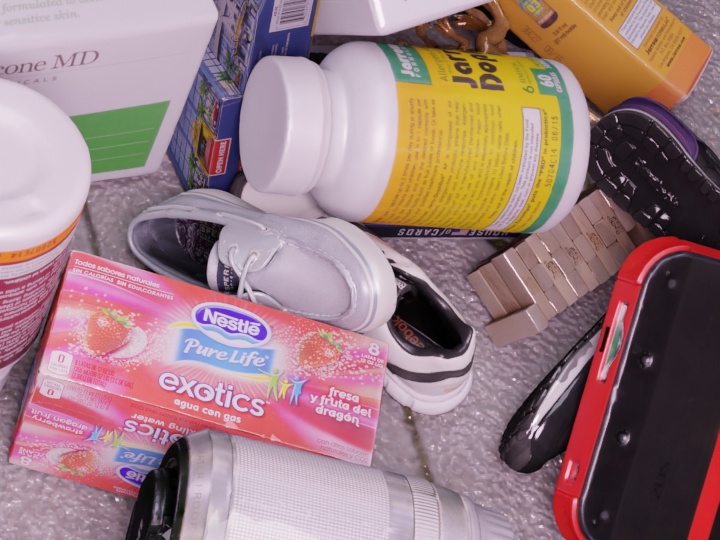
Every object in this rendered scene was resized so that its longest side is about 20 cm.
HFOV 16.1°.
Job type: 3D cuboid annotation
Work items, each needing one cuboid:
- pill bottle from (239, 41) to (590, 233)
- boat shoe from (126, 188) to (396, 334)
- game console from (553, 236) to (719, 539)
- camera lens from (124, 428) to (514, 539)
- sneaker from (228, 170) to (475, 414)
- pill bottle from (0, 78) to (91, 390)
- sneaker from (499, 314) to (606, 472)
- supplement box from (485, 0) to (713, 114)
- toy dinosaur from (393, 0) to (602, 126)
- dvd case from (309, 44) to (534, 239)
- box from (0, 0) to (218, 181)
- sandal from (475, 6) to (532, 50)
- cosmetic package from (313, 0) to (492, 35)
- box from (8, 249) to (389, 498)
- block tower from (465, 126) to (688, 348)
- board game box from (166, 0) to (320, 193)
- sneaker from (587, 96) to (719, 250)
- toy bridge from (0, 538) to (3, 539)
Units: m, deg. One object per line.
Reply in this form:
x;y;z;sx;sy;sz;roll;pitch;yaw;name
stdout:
0.031;-0.084;1.578;0.200;0.113;0.113;3;54;-23;pill bottle
-0.065;-0.001;1.539;0.071;0.070;0.201;-18;25;-40;boat shoe
0.217;0.091;1.568;0.177;0.031;0.200;15;93;-26;game console
-0.031;0.182;1.407;0.200;0.160;0.160;14;52;-11;camera lens
0.000;0.000;1.591;0.200;0.080;0.074;41;67;7;sneaker
-0.227;-0.007;1.445;0.114;0.200;0.114;10;52;-13;pill bottle
0.171;0.075;1.613;0.088;0.076;0.200;43;51;5;sneaker
0.147;-0.187;1.780;0.200;0.067;0.069;39;50;-9;supplement box
0.093;-0.135;1.738;0.200;0.060;0.106;9;62;-31;toy dinosaur
0.042;-0.087;1.721;0.200;0.025;0.150;1;55;-22;dvd case
-0.224;-0.170;1.584;0.199;0.171;0.200;-10;59;-26;box
0.074;-0.241;1.830;0.200;0.048;0.075;39;52;8;sandal
0.025;-0.247;1.607;0.165;0.200;0.165;-19;102;-21;cosmetic package
-0.095;0.078;1.498;0.200;0.103;0.095;16;50;-8;box
0.157;-0.026;1.679;0.200;0.054;0.058;-36;94;-31;block tower
-0.106;-0.172;1.645;0.062;0.200;0.200;-13;47;-27;board game box
0.231;-0.032;1.638;0.200;0.076;0.088;53;26;-2;sneaker
-0.268;0.157;1.421;0.200;0.027;0.067;8;51;-15;toy bridge
